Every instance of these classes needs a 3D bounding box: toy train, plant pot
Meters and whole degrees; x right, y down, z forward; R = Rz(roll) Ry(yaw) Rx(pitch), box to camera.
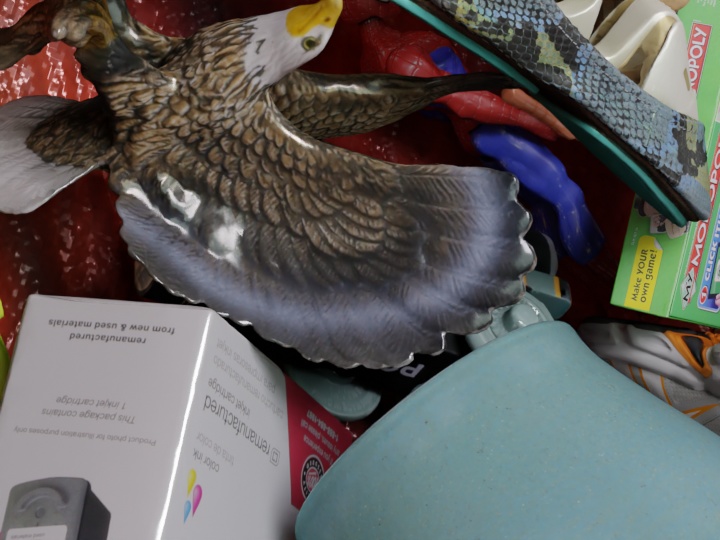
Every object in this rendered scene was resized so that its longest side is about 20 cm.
[{"bbox_3d":[0.000,0.000,1.144,0.200,0.085,0.114,16,49,-23],"label":"toy train"},{"bbox_3d":[0.080,0.129,1.032,0.200,0.200,0.188,-29,71,-30],"label":"plant pot"}]

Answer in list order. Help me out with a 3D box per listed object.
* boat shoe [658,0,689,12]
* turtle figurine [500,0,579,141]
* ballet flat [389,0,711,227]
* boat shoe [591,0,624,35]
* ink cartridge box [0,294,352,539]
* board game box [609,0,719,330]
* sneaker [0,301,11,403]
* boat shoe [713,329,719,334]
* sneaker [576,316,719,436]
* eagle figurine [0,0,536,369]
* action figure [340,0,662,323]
[{"bbox_3d":[0.041,-0.142,1.069,0.200,0.074,0.069,27,103,-18],"label":"boat shoe"},{"bbox_3d":[0.055,-0.161,1.168,0.200,0.064,0.161,54,16,-20],"label":"turtle figurine"},{"bbox_3d":[0.084,-0.086,1.041,0.200,0.074,0.074,34,63,-40],"label":"ballet flat"},{"bbox_3d":[0.137,-0.125,1.202,0.065,0.200,0.072,3,109,12],"label":"boat shoe"},{"bbox_3d":[-0.082,0.127,1.039,0.148,0.085,0.201,46,51,-60],"label":"ink cartridge box"},{"bbox_3d":[0.164,-0.074,1.176,0.134,0.029,0.201,13,91,-62],"label":"board game box"},{"bbox_3d":[-0.181,0.028,1.052,0.083,0.074,0.200,-18,88,-34],"label":"sneaker"},{"bbox_3d":[0.226,-0.015,1.287,0.072,0.059,0.200,39,64,-16],"label":"boat shoe"},{"bbox_3d":[0.141,0.071,1.151,0.076,0.200,0.092,9,90,-22],"label":"sneaker"},{"bbox_3d":[-0.038,-0.057,1.040,0.200,0.151,0.152,33,78,-26],"label":"eagle figurine"},{"bbox_3d":[0.062,-0.057,1.209,0.200,0.065,0.052,41,85,-16],"label":"action figure"}]
